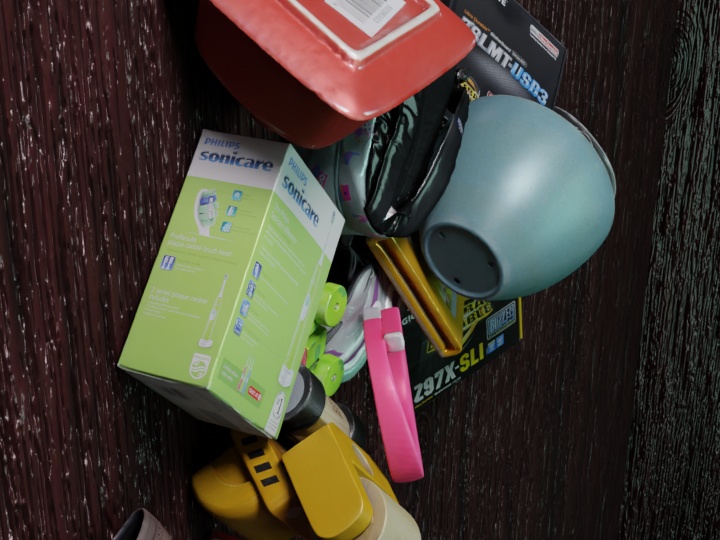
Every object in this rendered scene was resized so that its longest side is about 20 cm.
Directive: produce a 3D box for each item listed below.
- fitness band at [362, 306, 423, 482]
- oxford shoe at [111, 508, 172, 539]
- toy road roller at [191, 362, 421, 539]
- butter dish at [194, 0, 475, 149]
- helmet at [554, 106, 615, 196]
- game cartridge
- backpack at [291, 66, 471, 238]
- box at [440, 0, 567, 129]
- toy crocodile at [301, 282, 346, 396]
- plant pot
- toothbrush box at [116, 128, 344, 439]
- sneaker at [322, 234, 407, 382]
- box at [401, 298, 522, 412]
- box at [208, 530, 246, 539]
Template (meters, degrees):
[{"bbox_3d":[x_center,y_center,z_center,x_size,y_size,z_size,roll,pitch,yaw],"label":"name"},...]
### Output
[{"bbox_3d":[0.033,0.113,1.120,0.200,0.037,0.146,-88,167,-77],"label":"fitness band"},{"bbox_3d":[-0.205,0.246,0.856,0.200,0.070,0.073,-39,107,-54],"label":"oxford shoe"},{"bbox_3d":[-0.053,0.194,1.019,0.145,0.201,0.123,-36,141,4],"label":"toy road roller"},{"bbox_3d":[-0.044,-0.170,0.929,0.200,0.199,0.148,-40,168,-48],"label":"butter dish"},{"bbox_3d":[0.201,-0.091,1.497,0.190,0.199,0.202,-39,143,-18],"label":"helmet"},{"bbox_3d":[0.066,-0.040,1.262,0.177,0.032,0.202,56,29,-35],"label":"game cartridge"},{"bbox_3d":[0.012,-0.129,1.107,0.166,0.125,0.204,28,74,-54],"label":"backpack"},{"bbox_3d":[0.144,-0.218,1.359,0.199,0.049,0.201,34,63,-35],"label":"box"},{"bbox_3d":[-0.055,0.062,1.097,0.062,0.067,0.203,-43,143,-48],"label":"toy crocodile"},{"bbox_3d":[0.132,-0.050,1.178,0.135,0.198,0.202,-48,143,-36],"label":"plant pot"},{"bbox_3d":[-0.096,0.014,0.960,0.146,0.085,0.203,50,55,-62],"label":"toothbrush box"},{"bbox_3d":[0.000,0.000,1.198,0.201,0.076,0.141,-59,151,-41],"label":"sneaker"},{"bbox_3d":[0.103,0.060,1.405,0.198,0.049,0.162,-30,135,-25],"label":"box"},{"bbox_3d":[-0.052,0.315,1.053,0.096,0.197,0.101,66,41,-56],"label":"box"}]
